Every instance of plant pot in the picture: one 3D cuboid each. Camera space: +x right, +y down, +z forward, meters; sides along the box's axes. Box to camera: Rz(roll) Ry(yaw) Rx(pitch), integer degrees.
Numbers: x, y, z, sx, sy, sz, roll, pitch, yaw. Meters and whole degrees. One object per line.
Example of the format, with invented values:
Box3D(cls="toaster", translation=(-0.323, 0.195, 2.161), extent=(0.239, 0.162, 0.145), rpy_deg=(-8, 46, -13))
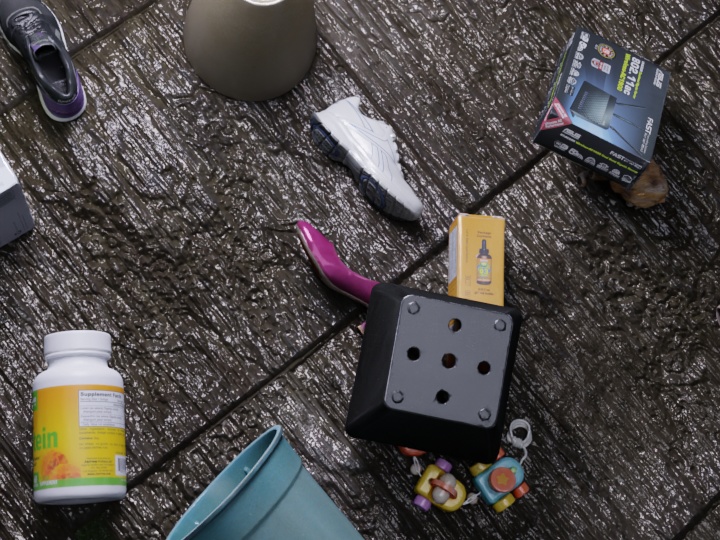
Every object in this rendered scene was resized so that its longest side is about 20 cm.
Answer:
Box3D(cls="plant pot", translation=(-0.138, -0.347, 1.692), extent=(0.185, 0.200, 0.189), rpy_deg=(2, 76, -8))
Box3D(cls="plant pot", translation=(0.099, 0.117, 1.571), extent=(0.197, 0.177, 0.202), rpy_deg=(11, 80, -1))
Box3D(cls="plant pot", translation=(-0.098, 0.326, 1.548), extent=(0.196, 0.200, 0.200), rpy_deg=(45, 74, -4))

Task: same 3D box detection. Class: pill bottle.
Box3D(cls="pill bottle", translation=(-0.343, 0.179, 1.576), extent=(0.110, 0.111, 0.202), rpy_deg=(-2, 77, -10))

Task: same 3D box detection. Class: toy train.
Box3D(cls="toy train", translation=(0.131, 0.237, 1.670), extent=(0.198, 0.056, 0.152), rpy_deg=(7, 76, -7))

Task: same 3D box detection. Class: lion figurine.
Box3D(cls="lion figurine", translation=(0.349, -0.177, 1.799), extent=(0.121, 0.073, 0.202), rpy_deg=(-11, 74, -19))

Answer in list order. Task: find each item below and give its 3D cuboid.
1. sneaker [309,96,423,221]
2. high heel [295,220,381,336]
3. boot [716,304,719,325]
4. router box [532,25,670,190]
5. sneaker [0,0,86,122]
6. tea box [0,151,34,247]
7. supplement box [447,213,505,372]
Box3D(cls="sneaker", translation=(0.021, -0.154, 1.740), extent=(0.087, 0.075, 0.200), rpy_deg=(-39, 86, -21))
Box3D(cls="high heel", translation=(0.000, 0.000, 1.699), extent=(0.096, 0.067, 0.201), rpy_deg=(-36, 99, -6))
Box3D(cls="boot", translation=(0.558, 0.035, 1.783), extent=(0.145, 0.070, 0.202), rpy_deg=(-17, 79, -11))
Box3D(cls="router box", translation=(0.329, -0.222, 1.749), extent=(0.149, 0.062, 0.201), rpy_deg=(26, 50, -4))
Box3D(cls="sneaker", translation=(-0.417, -0.300, 1.693), extent=(0.075, 0.088, 0.201), rpy_deg=(-29, 82, -14))
Box3D(cls="tea box", translation=(-0.511, -0.126, 1.577), extent=(0.133, 0.200, 0.198), rpy_deg=(-33, 84, -15))
Box3D(cls="supplement box", translation=(0.153, 0.030, 1.719), extent=(0.066, 0.069, 0.202), rpy_deg=(5, 78, -7))
